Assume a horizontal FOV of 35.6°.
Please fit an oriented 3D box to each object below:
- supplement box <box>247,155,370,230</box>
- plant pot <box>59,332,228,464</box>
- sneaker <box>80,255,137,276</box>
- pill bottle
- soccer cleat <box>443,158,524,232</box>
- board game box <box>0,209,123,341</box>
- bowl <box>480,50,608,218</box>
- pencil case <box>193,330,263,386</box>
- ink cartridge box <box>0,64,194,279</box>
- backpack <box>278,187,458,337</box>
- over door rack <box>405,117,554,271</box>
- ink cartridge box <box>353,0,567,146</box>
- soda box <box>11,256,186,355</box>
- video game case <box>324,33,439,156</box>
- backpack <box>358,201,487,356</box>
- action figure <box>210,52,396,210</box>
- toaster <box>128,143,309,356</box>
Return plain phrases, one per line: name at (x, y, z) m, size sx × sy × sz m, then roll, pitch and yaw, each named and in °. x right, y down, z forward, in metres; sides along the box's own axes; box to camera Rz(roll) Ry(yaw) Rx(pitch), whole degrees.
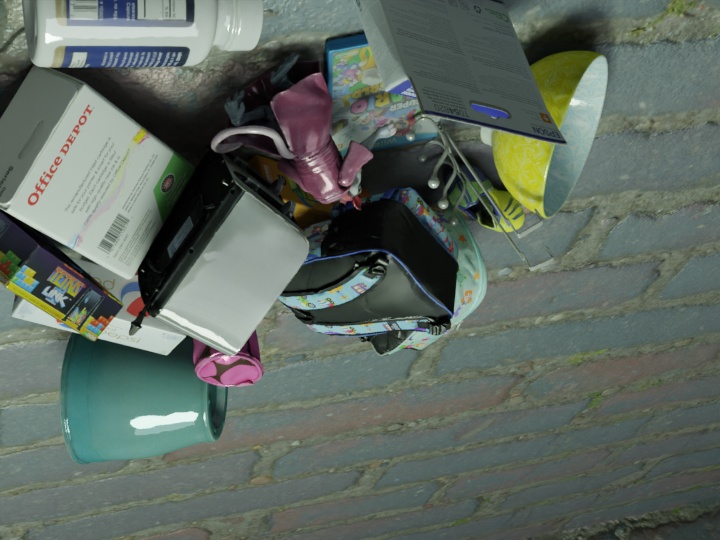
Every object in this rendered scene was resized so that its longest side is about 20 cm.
supplement box at (-0.069, -0.080, 1.401) m, size 0.200 × 0.067 × 0.069 m, roll 11°, pitch 140°, yaw -43°
plant pot at (-0.282, 0.162, 1.518) m, size 0.188 × 0.200 × 0.200 m, roll 0°, pitch 152°, yaw 5°
sneaker at (-0.246, -0.024, 1.387) m, size 0.200 × 0.075 × 0.105 m, roll -26°, pitch 146°, yaw 30°
pill bottle at (-0.194, -0.238, 1.001) m, size 0.200 × 0.111 × 0.111 m, roll -4°, pitch 149°, yaw -23°
soccer cleat at (0.172, -0.081, 1.519) m, size 0.065 × 0.084 × 0.200 m, roll -29°, pitch 150°, yaw 19°
board game box at (-0.369, -0.023, 1.196) m, size 0.057 × 0.200 × 0.165 m, roll -51°, pitch 151°, yaw -7°
bowl at (0.207, -0.173, 1.326) m, size 0.108 × 0.200 × 0.200 m, roll 21°, pitch 159°, yaw 20°
pencil case at (-0.159, 0.052, 1.369) m, size 0.091 × 0.200 × 0.094 m, roll -15°, pitch 138°, yaw 11°
ink cartridge box at (-0.285, -0.098, 1.157) m, size 0.145 × 0.084 × 0.200 m, roll -61°, pitch 148°, yaw -6°
backpack at (0.000, 0.000, 1.368) m, size 0.200 × 0.135 × 0.183 m, roll -13°, pitch 141°, yaw 33°
over door rack at (0.137, -0.082, 1.344) m, size 0.067 × 0.200 × 0.148 m, roll -44°, pitch 158°, yaw -1°
ink cartridge box at (0.097, -0.207, 1.130) m, size 0.200 × 0.200 × 0.041 m, roll 7°, pitch 143°, yaw -37°
soda box at (-0.310, 0.039, 1.351) m, size 0.200 × 0.068 × 0.064 m, roll 18°, pitch 146°, yaw -26°
video game case at (0.029, -0.204, 1.287) m, size 0.143 × 0.018 × 0.200 m, roll -13°, pitch 152°, yaw -10°
backpack at (0.082, 0.004, 1.520) m, size 0.150 × 0.178 × 0.200 m, roll -10°, pitch 155°, yaw -35°
action figure at (-0.049, -0.131, 1.228) m, size 0.134 × 0.149 × 0.200 m, roll -14°, pitch 129°, yaw 29°
toaster at (-0.158, -0.020, 1.220) m, size 0.119 × 0.181 × 0.200 m, roll 32°, pitch 99°, yaw -23°
